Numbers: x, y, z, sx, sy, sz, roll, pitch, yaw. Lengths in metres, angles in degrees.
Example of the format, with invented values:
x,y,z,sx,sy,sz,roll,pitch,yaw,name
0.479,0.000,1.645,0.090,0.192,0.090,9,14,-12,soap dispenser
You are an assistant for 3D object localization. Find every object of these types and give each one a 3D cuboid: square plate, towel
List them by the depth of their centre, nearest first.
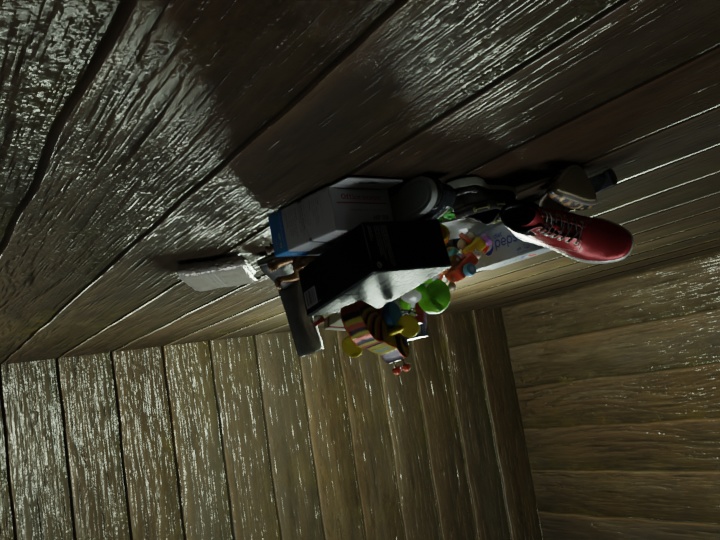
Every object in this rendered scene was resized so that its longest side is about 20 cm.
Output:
x,y,z,sx,sy,sz,roll,pitch,yaw,name
0.191,-0.090,1.484,0.197,0.029,0.198,-12,171,15,square plate
-0.278,0.005,1.593,0.130,0.035,0.200,-10,171,-3,towel

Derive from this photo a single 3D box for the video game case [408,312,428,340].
x,y,z,sx,sy,sz,roll,pitch,yaw,name
0.079,0.047,1.683,0.019,0.203,0.142,6,164,-38,video game case

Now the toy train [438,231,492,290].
x,y,z,sx,sy,sz,roll,pitch,yaw,name
0.163,-0.017,1.507,0.150,0.056,0.200,-45,-171,-27,toy train

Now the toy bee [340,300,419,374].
x,y,z,sx,sy,sz,roll,pitch,yaw,name
0.047,0.105,1.266,0.198,0.110,0.130,-2,160,-41,toy bee

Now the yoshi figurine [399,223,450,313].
x,y,z,sx,sy,sz,roll,pitch,yaw,name
0.121,0.011,1.369,0.112,0.112,0.201,-32,160,-23,yoshi figurine

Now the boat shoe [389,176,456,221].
x,y,z,sx,sy,sz,roll,pitch,yaw,name
0.061,-0.083,1.220,0.060,0.077,0.199,5,166,-39,boat shoe

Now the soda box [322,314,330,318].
x,y,z,sx,sy,sz,roll,pitch,yaw,name
0.000,0.000,1.420,0.198,0.068,0.064,-27,-148,-15,soda box

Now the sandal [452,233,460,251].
x,y,z,sx,sy,sz,roll,pitch,yaw,name
0.274,-0.062,1.636,0.197,0.076,0.045,2,168,-17,sandal

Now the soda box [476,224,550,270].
x,y,z,sx,sy,sz,roll,pitch,yaw,name
0.284,-0.053,1.504,0.063,0.069,0.199,-5,170,-32,soda box

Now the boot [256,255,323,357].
x,y,z,sx,sy,sz,roll,pitch,yaw,name
-0.137,0.071,1.609,0.072,0.203,0.182,-12,172,18,boot

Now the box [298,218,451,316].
x,y,z,sx,sy,sz,roll,pitch,yaw,name
0.016,-0.002,1.194,0.140,0.080,0.200,-2,161,-34,box

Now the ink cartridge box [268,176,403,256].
x,y,z,sx,sy,sz,roll,pitch,yaw,name
-0.033,-0.075,1.189,0.115,0.068,0.199,-3,170,-40,ink cartridge box

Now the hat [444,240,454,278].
x,y,z,sx,sy,sz,roll,pitch,yaw,name
0.185,-0.025,1.737,0.197,0.082,0.201,-10,171,-2,hat

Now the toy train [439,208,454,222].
x,y,z,sx,sy,sz,roll,pitch,yaw,name
0.078,-0.088,1.339,0.056,0.042,0.199,12,160,-40,toy train

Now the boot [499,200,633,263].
x,y,z,sx,sy,sz,roll,pitch,yaw,name
0.315,-0.060,1.236,0.197,0.074,0.144,14,-179,19,boot

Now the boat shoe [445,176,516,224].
x,y,z,sx,sy,sz,roll,pitch,yaw,name
0.195,-0.103,1.280,0.071,0.062,0.200,-14,170,33,boat shoe

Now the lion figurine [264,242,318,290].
x,y,z,sx,sy,sz,roll,pitch,yaw,name
-0.095,-0.024,1.372,0.121,0.073,0.201,-20,-151,-2,lion figurine

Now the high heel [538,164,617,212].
x,y,z,sx,sy,sz,roll,pitch,yaw,name
0.309,-0.112,1.289,0.142,0.072,0.199,-25,172,42,high heel

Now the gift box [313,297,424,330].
x,y,z,sx,sy,sz,roll,pitch,yaw,name
0.015,0.044,1.560,0.182,0.203,0.187,10,168,-13,gift box
